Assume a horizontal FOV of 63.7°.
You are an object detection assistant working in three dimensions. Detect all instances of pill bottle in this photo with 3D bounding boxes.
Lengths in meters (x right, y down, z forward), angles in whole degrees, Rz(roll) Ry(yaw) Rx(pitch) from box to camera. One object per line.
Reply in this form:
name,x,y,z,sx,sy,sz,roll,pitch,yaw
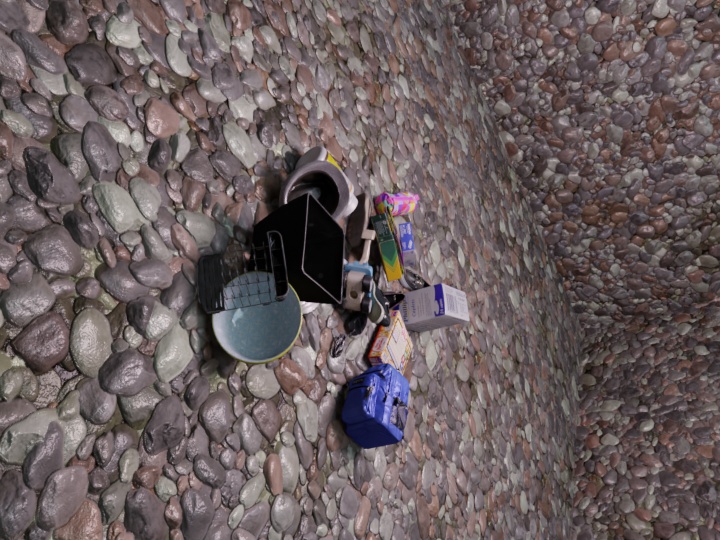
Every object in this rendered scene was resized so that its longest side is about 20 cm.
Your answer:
pill bottle,-0.092,-0.249,1.666,0.201,0.107,0.111,50,40,-34

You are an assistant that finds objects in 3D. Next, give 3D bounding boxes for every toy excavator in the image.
toy excavator,0.000,0.000,1.686,0.201,0.097,0.200,-64,160,-65

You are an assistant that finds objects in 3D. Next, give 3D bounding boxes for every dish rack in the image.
dish rack,-0.255,0.009,1.240,0.055,0.194,0.157,93,-14,-65

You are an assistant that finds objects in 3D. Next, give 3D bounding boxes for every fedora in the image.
fedora,-0.133,-0.193,1.551,0.199,0.090,0.178,-42,109,-14

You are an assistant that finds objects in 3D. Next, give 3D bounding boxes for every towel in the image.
towel,0.113,-0.098,1.899,0.146,0.022,0.203,-104,179,-47

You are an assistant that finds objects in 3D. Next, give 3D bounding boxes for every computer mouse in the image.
computer mouse,-0.035,0.178,1.659,0.200,0.033,0.060,-46,132,-48

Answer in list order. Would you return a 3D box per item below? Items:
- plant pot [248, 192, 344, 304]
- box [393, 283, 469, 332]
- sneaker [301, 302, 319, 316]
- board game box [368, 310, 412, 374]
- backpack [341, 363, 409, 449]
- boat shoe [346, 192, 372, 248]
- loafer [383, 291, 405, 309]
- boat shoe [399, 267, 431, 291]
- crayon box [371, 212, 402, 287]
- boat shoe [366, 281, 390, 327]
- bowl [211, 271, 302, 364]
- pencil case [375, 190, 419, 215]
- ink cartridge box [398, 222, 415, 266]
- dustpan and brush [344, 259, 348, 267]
plant pot,-0.159,-0.036,1.394,0.200,0.173,0.205,45,41,-55
box,0.234,0.128,1.931,0.182,0.196,0.108,18,60,-52
sneaker,-0.124,0.054,1.530,0.199,0.073,0.089,-31,98,-57
board game box,0.097,0.249,1.794,0.154,0.045,0.202,67,32,-29
backpack,0.047,0.353,1.587,0.169,0.160,0.203,49,41,-28
boat shoe,0.010,-0.150,1.816,0.073,0.073,0.205,41,46,-40
loafer,0.075,0.097,1.824,0.198,0.062,0.074,-16,91,-58
boat shoe,0.200,0.044,2.047,0.199,0.055,0.070,40,46,-43
crayon box,0.085,-0.061,1.814,0.203,0.050,0.128,75,0,-45
boat shoe,0.046,0.094,1.715,0.065,0.075,0.200,33,15,-32
bowl,-0.225,0.117,1.290,0.108,0.194,0.206,105,-14,-67
pencil case,0.129,-0.235,2.027,0.198,0.087,0.091,-19,93,-57
ink cartridge box,0.158,-0.085,1.962,0.200,0.043,0.097,66,17,-76
dustpan and brush,-0.078,-0.050,1.646,0.201,0.056,0.143,62,26,-54
